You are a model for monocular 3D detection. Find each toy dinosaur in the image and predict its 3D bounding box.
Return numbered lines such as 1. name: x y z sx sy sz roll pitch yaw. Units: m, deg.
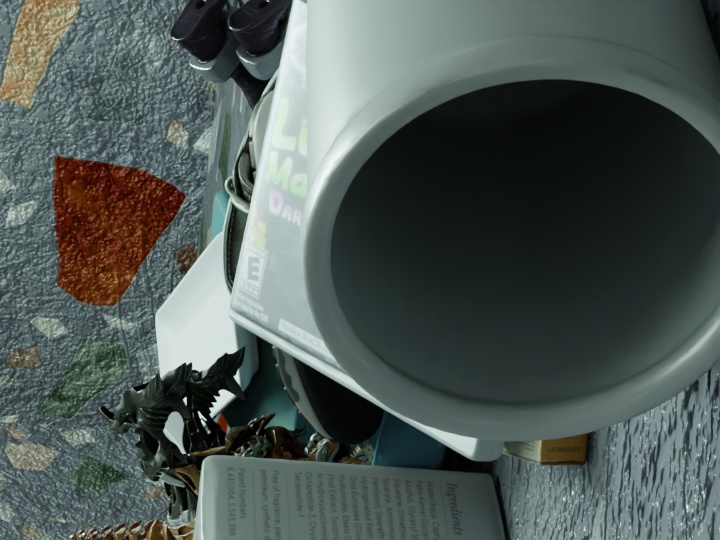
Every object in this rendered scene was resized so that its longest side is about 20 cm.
1. toy dinosaur: -0.090 0.126 1.246 0.102 0.199 0.137 64 -178 -86

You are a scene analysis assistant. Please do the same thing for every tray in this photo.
1. tray: -0.102 0.053 1.401 0.200 0.022 0.108 136 131 -65

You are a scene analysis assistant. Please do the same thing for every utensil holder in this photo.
1. utensil holder: 0.057 -0.064 0.806 0.201 0.168 0.171 -95 12 -51

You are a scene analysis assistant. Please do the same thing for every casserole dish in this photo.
1. casserole dish: 0.032 0.116 1.237 0.122 0.038 0.201 -66 -11 -49

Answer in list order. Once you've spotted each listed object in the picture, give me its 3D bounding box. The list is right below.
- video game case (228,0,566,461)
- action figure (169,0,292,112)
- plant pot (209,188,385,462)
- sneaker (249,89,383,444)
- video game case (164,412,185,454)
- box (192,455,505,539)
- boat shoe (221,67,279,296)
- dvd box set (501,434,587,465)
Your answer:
1. video game case: 0.016 -0.029 1.021 0.199 0.023 0.183 27 110 45
2. action figure: -0.040 -0.095 1.335 0.130 0.069 0.201 20 149 42
3. plant pot: -0.020 0.053 1.393 0.200 0.140 0.143 -116 30 -61
4. sneaker: 0.000 0.000 1.124 0.076 0.087 0.202 -36 -60 -58
5. video game case: -0.054 0.188 1.362 0.200 0.022 0.183 46 170 34
6. box: -0.014 0.239 1.134 0.201 0.170 0.200 -95 13 -51
7. boat shoe: -0.051 -0.059 1.251 0.071 0.072 0.201 -26 -41 -55
8. dvd box set: 0.070 -0.015 1.026 0.146 0.029 0.202 9 96 63
